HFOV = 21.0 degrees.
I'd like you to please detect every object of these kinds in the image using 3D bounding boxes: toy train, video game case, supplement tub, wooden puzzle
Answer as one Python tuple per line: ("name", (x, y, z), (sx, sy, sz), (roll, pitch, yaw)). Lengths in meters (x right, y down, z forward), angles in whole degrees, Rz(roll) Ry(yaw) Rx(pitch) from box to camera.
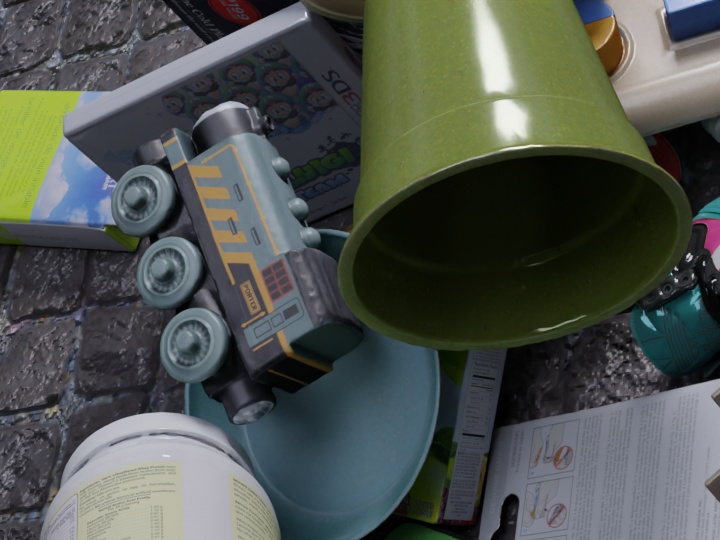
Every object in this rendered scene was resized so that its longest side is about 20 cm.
("toy train", (-0.077, -0.008, 1.200), (0.113, 0.085, 0.201), (-30, 64, 16))
("video game case", (-0.073, -0.089, 1.345), (0.199, 0.182, 0.024), (-22, 50, 22))
("supplement tub", (-0.113, 0.191, 1.111), (0.144, 0.145, 0.201), (-32, 32, 14))
("wooden puzzle", (0.174, -0.181, 1.234), (0.184, 0.046, 0.201), (-15, 56, 10))

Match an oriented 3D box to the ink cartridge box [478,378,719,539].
("ink cartridge box", (0.156, 0.156, 1.141), (0.199, 0.057, 0.164), (-21, 50, 47))

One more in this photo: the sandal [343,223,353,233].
("sandal", (0.000, 0.000, 1.326), (0.200, 0.055, 0.082), (-41, 48, 7))

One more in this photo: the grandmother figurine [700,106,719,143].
("grandmother figurine", (0.240, -0.161, 1.258), (0.121, 0.060, 0.201), (-24, 49, 32))

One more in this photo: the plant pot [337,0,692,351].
("plant pot", (0.074, -0.086, 1.123), (0.199, 0.200, 0.191), (-23, 54, 21))

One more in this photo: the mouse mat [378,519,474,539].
("mouse mat", (0.044, 0.218, 1.106), (0.199, 0.008, 0.161), (15, 50, 45))

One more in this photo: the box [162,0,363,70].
("box", (-0.011, -0.186, 1.349), (0.181, 0.200, 0.105), (4, 64, 37))

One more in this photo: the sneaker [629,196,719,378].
("sneaker", (0.217, 0.021, 1.118), (0.121, 0.084, 0.200), (-39, 20, 12))

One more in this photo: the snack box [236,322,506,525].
("snack box", (-0.006, 0.074, 1.257), (0.199, 0.053, 0.143), (9, 87, 37))

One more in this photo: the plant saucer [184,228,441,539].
("plant saucer", (-0.024, 0.076, 1.215), (0.199, 0.036, 0.202), (-6, 80, 35))

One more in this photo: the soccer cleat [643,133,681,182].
("soccer cleat", (0.113, -0.082, 1.282), (0.198, 0.085, 0.069), (11, 88, 10))

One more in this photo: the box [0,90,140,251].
("box", (-0.225, -0.081, 1.538), (0.199, 0.048, 0.123), (4, 66, 36))

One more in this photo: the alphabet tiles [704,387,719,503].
("alphabet tiles", (0.287, 0.083, 1.021), (0.200, 0.167, 0.006), (-41, 7, 6))

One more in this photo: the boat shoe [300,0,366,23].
("boat shoe", (0.057, -0.198, 1.187), (0.198, 0.065, 0.073), (-7, 79, -6))
